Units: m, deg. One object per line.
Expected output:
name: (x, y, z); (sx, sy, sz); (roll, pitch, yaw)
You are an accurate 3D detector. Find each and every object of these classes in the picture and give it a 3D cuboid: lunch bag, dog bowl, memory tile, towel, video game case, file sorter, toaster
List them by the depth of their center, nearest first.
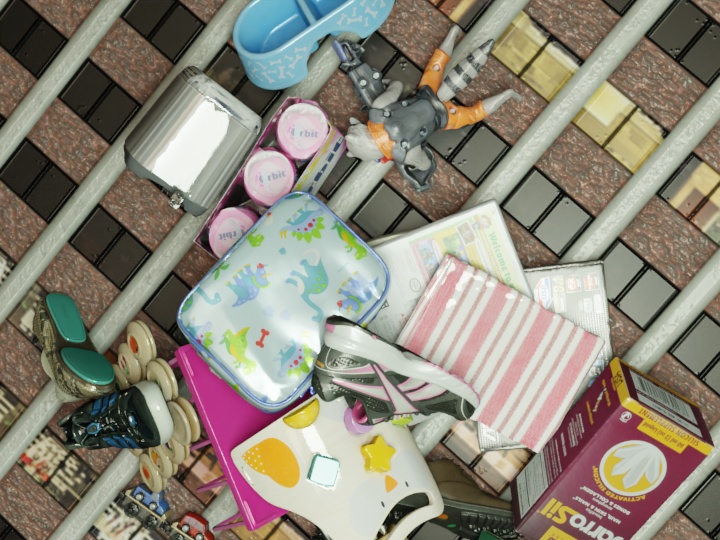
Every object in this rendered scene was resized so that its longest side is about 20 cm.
lunch bag: (-0.075, 0.036, 0.998); (0.161, 0.082, 0.200); (42, 78, 4)
towel: (0.143, 0.089, 1.046); (0.199, 0.030, 0.147); (28, 102, -4)
video game case: (0.098, 0.048, 1.064); (0.181, 0.022, 0.201); (-22, 98, 8)
toaster: (-0.185, -0.146, 1.080); (0.113, 0.200, 0.130); (35, 94, -18)
file sorter: (-0.131, 0.171, 1.089); (0.125, 0.138, 0.201); (-28, 84, 51)
memory tile: (-0.241, 0.158, 1.099); (0.017, 0.200, 0.154); (-21, 70, -35)
dog bowl: (-0.058, -0.290, 1.107); (0.199, 0.050, 0.112); (-33, 57, 8)

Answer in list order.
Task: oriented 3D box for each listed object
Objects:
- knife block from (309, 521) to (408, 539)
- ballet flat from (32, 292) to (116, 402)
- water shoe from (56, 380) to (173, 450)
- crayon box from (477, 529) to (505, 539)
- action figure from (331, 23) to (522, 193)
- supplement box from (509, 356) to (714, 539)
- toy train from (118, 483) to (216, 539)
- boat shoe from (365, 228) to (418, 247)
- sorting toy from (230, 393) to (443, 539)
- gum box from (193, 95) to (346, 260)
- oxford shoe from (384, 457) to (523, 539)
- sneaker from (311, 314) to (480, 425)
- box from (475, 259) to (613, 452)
knife block: (0.036, 0.328, 1.116); (0.198, 0.064, 0.177); (10, 93, 8)
ballet flat: (-0.335, 0.105, 1.132); (0.200, 0.068, 0.076); (45, 114, 45)
water shoe: (-0.266, 0.170, 1.057); (0.079, 0.200, 0.072); (-22, 90, -35)
crayon box: (0.147, 0.401, 1.061); (0.125, 0.051, 0.201); (31, 80, -24)
action figure: (0.053, -0.199, 1.088); (0.193, 0.105, 0.200); (-39, 92, -6)
supplement box: (0.259, 0.208, 1.033); (0.110, 0.086, 0.201); (30, 114, -8)
toy train: (-0.200, 0.312, 1.165); (0.199, 0.034, 0.046); (32, 91, 6)
boat shoe: (0.000, 0.000, 1.113); (0.199, 0.075, 0.062); (-17, 87, 9)
sorting toy: (0.004, 0.202, 1.016); (0.181, 0.199, 0.107); (56, 141, 3)
gum box: (-0.094, -0.096, 1.105); (0.066, 0.113, 0.201); (34, 95, 6)
oxford shoe: (0.111, 0.250, 1.100); (0.199, 0.073, 0.085); (17, 50, -10)
sneaker: (0.027, 0.116, 0.971); (0.199, 0.080, 0.087); (28, 89, -30)
box: (0.201, 0.095, 1.100); (0.159, 0.044, 0.202); (-6, 90, 8)
